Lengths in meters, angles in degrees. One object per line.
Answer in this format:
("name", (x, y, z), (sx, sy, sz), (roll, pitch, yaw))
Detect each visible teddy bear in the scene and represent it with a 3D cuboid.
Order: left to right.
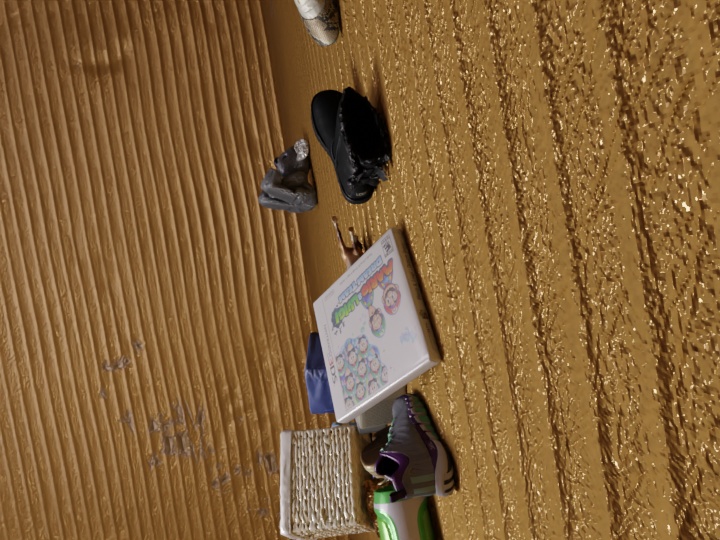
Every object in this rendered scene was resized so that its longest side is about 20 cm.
("teddy bear", (0.057, 0.485, 1.132), (0.145, 0.066, 0.202), (-96, -6, -64))

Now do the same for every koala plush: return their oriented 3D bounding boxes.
("koala plush", (-0.211, -0.300, 1.788), (0.177, 0.181, 0.203), (135, 146, -69))

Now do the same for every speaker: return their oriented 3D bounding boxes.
("speaker", (0.075, 0.418, 0.823), (0.089, 0.087, 0.203), (112, 147, -74))

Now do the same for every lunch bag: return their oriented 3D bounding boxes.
("lunch bag", (-0.049, 0.229, 1.291), (0.137, 0.130, 0.202), (-86, -4, -45))

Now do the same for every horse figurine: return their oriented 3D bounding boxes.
("horse figurine", (0.000, 0.000, 0.947), (0.133, 0.049, 0.201), (72, 176, -54))

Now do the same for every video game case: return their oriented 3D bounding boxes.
("video game case", (0.011, 0.075, 0.741), (0.200, 0.023, 0.184), (-43, 50, 40))

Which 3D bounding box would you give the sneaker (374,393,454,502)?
("sneaker", (0.052, 0.224, 0.745), (0.200, 0.086, 0.076), (-132, 34, -74))

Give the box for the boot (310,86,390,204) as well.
("boot", (-0.018, -0.198, 0.795), (0.163, 0.072, 0.201), (108, 144, -77))

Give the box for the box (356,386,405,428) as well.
("box", (0.024, 0.144, 0.875), (0.069, 0.081, 0.202), (-113, 17, -57))

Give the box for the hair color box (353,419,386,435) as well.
("hair color box", (0.003, 0.213, 1.148), (0.099, 0.060, 0.203), (-134, 35, -75))

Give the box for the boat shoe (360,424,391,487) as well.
("boat shoe", (0.049, 0.281, 0.867), (0.063, 0.073, 0.200), (65, -172, 7))

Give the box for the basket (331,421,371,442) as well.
("basket", (-0.028, 0.484, 1.385), (0.201, 0.137, 0.178), (-95, 1, -61))

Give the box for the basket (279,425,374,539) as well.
("basket", (-0.064, 0.436, 1.170), (0.199, 0.159, 0.202), (65, -164, -60))

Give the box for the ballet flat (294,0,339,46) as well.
("ballet flat", (-0.083, -0.462, 0.909), (0.075, 0.067, 0.203), (7, -108, -60))
